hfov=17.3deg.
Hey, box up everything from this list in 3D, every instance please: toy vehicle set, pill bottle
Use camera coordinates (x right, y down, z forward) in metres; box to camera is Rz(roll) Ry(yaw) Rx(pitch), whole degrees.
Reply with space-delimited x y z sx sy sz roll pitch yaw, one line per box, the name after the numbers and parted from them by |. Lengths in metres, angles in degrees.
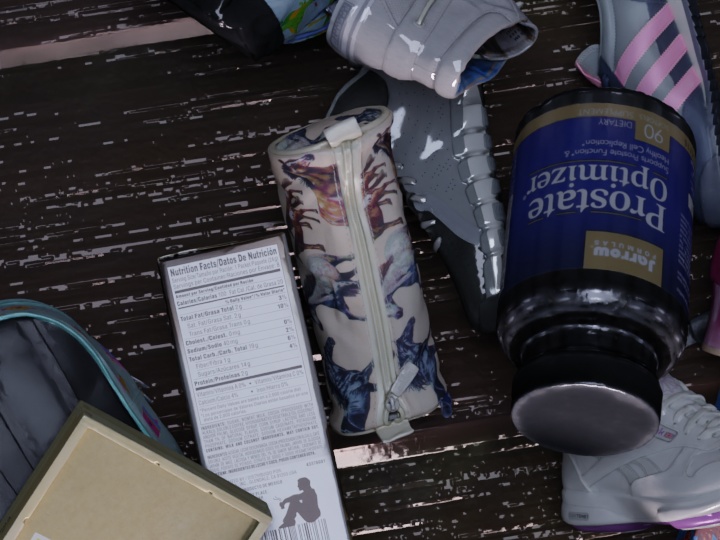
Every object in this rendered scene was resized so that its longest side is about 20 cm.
-0.155 0.186 1.309 0.124 0.027 0.200 32 96 -18 | toy vehicle set
0.138 0.002 1.383 0.112 0.112 0.200 8 58 -1 | pill bottle

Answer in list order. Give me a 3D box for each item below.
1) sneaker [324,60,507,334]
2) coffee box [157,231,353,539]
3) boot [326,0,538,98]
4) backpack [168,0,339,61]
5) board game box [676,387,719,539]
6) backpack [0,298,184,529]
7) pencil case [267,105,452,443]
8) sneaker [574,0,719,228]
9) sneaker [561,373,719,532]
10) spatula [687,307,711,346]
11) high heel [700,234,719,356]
0.029 -0.049 1.466 0.115 0.075 0.200 -9 72 1 | sneaker
-0.062 0.087 1.416 0.080 0.113 0.200 -12 82 -4 | coffee box
0.066 -0.159 1.429 0.096 0.074 0.200 30 39 15 | boot
-0.038 -0.230 1.446 0.163 0.154 0.200 37 91 43 | backpack
0.295 0.181 1.446 0.200 0.056 0.196 17 82 0 | board game box
-0.199 0.117 1.379 0.176 0.153 0.200 -32 106 -1 | backpack
0.000 0.000 1.409 0.078 0.089 0.200 -17 107 -18 | pencil case
0.182 -0.116 1.487 0.082 0.070 0.200 -16 81 15 | sneaker
0.184 0.102 1.385 0.075 0.200 0.100 -4 85 -39 | sneaker
0.196 0.046 1.477 0.200 0.021 0.057 -27 99 -8 | spatula
0.312 0.022 1.454 0.200 0.067 0.096 12 98 3 | high heel
